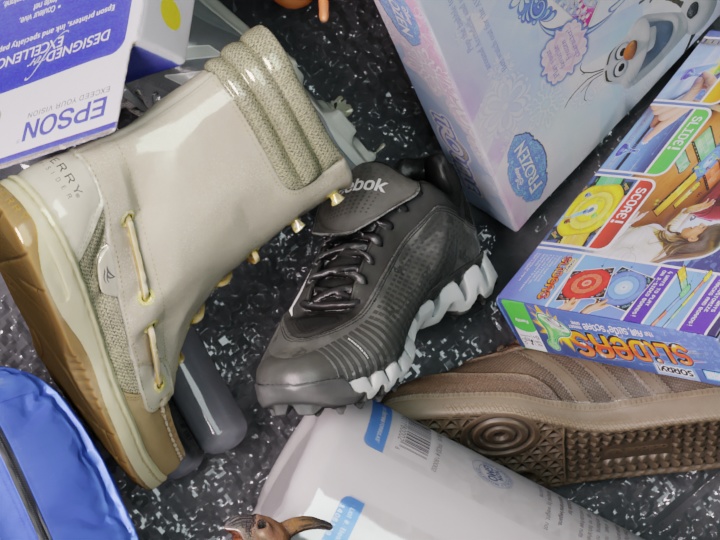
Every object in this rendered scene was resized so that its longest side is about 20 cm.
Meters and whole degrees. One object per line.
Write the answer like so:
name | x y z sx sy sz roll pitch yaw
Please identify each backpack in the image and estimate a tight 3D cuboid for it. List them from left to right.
backpack | -0.194 0.137 1.171 0.199 0.168 0.163 -24 93 -15

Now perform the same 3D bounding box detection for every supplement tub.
supplement tub | 0.044 0.152 1.232 0.200 0.132 0.132 28 77 -5

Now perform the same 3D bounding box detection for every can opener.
can opener | -0.127 0.006 1.250 0.053 0.067 0.200 -31 88 19

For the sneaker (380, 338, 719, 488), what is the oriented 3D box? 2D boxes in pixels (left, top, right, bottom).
sneaker | 0.103 0.058 1.303 0.199 0.071 0.076 0 53 -7

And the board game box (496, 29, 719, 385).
board game box | 0.173 -0.035 1.267 0.200 0.135 0.035 -50 128 -26

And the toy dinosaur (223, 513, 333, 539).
toy dinosaur | -0.001 0.205 1.149 0.086 0.200 0.136 4 51 30

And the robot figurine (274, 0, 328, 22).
robot figurine | -0.022 -0.208 1.264 0.144 0.200 0.117 -35 127 23

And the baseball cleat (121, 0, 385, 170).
baseball cleat | -0.088 -0.089 1.288 0.200 0.070 0.106 44 89 3

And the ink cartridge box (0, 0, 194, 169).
ink cartridge box | -0.157 -0.111 1.186 0.047 0.197 0.201 38 48 -43

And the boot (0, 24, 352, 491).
boot | -0.072 -0.002 1.175 0.154 0.200 0.072 -35 51 -15

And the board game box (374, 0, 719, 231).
board game box | 0.101 -0.151 1.269 0.043 0.200 0.199 32 71 35

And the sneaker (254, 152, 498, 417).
sneaker | 0.000 0.000 1.225 0.066 0.200 0.091 -3 109 28
